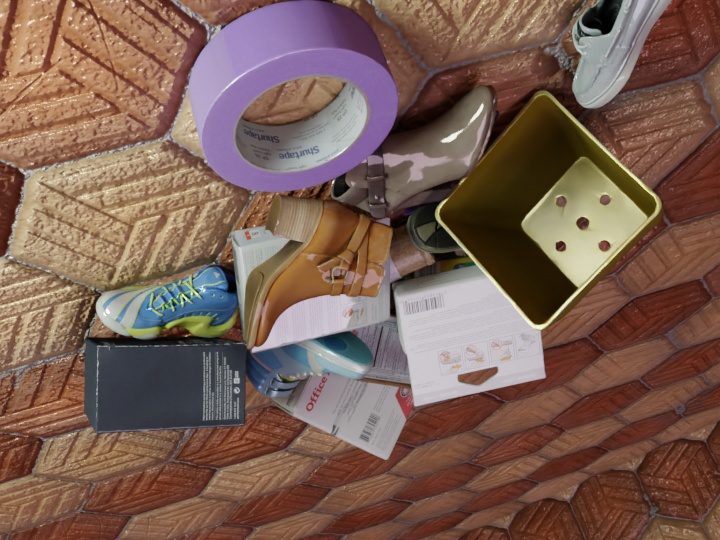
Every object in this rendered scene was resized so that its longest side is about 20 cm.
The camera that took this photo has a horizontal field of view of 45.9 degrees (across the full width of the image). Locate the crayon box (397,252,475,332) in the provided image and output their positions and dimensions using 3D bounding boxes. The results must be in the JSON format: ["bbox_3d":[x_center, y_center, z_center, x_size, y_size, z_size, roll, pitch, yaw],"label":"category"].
[{"bbox_3d":[0.153,0.030,1.239,0.197,0.058,0.121,-6,107,-20],"label":"crayon box"}]

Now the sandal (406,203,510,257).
[{"bbox_3d":[0.135,-0.054,1.139,0.199,0.081,0.057,2,160,-34],"label":"sandal"}]

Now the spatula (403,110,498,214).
[{"bbox_3d":[0.113,-0.127,1.050,0.056,0.021,0.201,-13,151,-37],"label":"spatula"}]

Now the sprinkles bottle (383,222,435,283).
[{"bbox_3d":[0.000,0.000,1.152,0.198,0.069,0.068,-25,151,10],"label":"sprinkles bottle"}]

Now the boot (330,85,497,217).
[{"bbox_3d":[0.052,-0.134,0.962,0.144,0.071,0.201,1,141,-22],"label":"boot"}]

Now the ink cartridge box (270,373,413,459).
[{"bbox_3d":[-0.017,0.181,1.308,0.199,0.083,0.148,32,81,-32],"label":"ink cartridge box"}]

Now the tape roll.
[{"bbox_3d":[-0.065,-0.165,0.837,0.197,0.066,0.201,-15,152,-8],"label":"tape roll"}]

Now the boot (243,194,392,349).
[{"bbox_3d":[-0.052,0.016,1.024,0.153,0.074,0.202,13,110,-23],"label":"boot"}]

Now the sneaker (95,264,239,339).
[{"bbox_3d":[-0.230,0.029,1.074,0.199,0.076,0.105,4,132,-48],"label":"sneaker"}]

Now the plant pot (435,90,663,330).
[{"bbox_3d":[0.249,-0.066,1.049,0.200,0.200,0.176,-49,156,20],"label":"plant pot"}]

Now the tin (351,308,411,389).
[{"bbox_3d":[0.042,0.114,1.265,0.198,0.114,0.042,13,177,-34],"label":"tin"}]

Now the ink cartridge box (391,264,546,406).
[{"bbox_3d":[0.152,0.084,1.179,0.197,0.045,0.178,-11,115,-4],"label":"ink cartridge box"}]

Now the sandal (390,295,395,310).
[{"bbox_3d":[0.030,0.085,1.324,0.078,0.060,0.207,-21,151,5],"label":"sandal"}]

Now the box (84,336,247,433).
[{"bbox_3d":[-0.257,0.141,1.096,0.180,0.106,0.200,2,178,-21],"label":"box"}]

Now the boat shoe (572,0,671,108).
[{"bbox_3d":[0.258,-0.256,0.885,0.070,0.071,0.202,2,142,-16],"label":"boat shoe"}]

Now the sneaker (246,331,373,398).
[{"bbox_3d":[-0.078,0.135,1.191,0.079,0.198,0.132,-24,133,-58],"label":"sneaker"}]

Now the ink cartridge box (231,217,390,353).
[{"bbox_3d":[-0.061,0.009,1.097,0.197,0.050,0.164,-13,124,-18],"label":"ink cartridge box"}]
